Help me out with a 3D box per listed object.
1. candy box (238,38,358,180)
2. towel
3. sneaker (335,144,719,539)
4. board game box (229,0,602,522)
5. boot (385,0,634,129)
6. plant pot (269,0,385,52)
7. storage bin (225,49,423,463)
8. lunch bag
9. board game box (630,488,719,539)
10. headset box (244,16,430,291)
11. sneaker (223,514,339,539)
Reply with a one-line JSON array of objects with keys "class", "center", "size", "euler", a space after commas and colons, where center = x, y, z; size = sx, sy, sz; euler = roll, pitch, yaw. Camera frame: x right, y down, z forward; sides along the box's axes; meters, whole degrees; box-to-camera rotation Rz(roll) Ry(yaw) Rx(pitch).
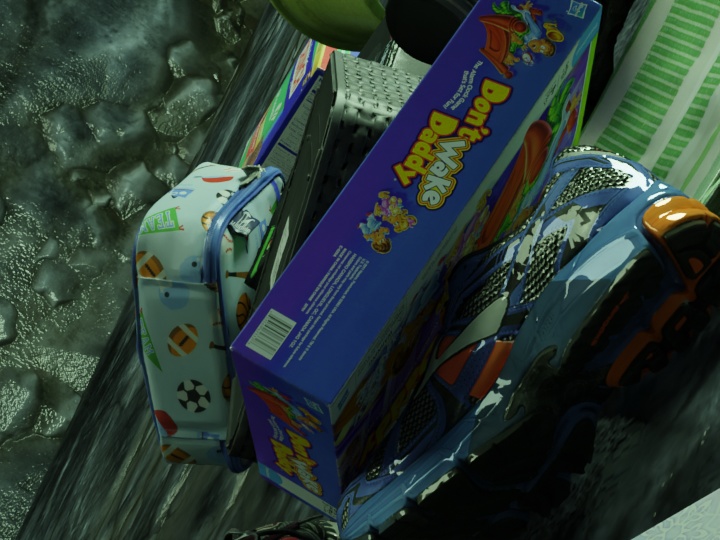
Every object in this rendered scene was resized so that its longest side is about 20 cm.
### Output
[{"class": "candy box", "center": [-0.047, -0.138, 1.620], "size": [0.200, 0.077, 0.169], "euler": [-54, 13, 31]}, {"class": "towel", "center": [0.140, -0.076, 0.737], "size": [0.153, 0.023, 0.200], "euler": [-61, 11, 3]}, {"class": "sneaker", "center": [0.057, 0.036, 0.657], "size": [0.200, 0.075, 0.079], "euler": [-49, 46, 20]}, {"class": "board game box", "center": [0.026, -0.009, 0.701], "size": [0.200, 0.045, 0.135], "euler": [-55, -16, -21]}, {"class": "boot", "center": [0.099, -0.163, 0.826], "size": [0.200, 0.069, 0.175], "euler": [23, -87, -61]}, {"class": "plant pot", "center": [0.031, -0.254, 1.315], "size": [0.201, 0.200, 0.184], "euler": [-60, 22, 6]}, {"class": "storage bin", "center": [0.000, 0.000, 0.902], "size": [0.135, 0.093, 0.201], "euler": [-96, 24, -71]}, {"class": "lunch bag", "center": [-0.092, 0.025, 1.180], "size": [0.160, 0.075, 0.201], "euler": [-49, -39, -62]}, {"class": "board game box", "center": [0.068, 0.127, 0.344], "size": [0.199, 0.041, 0.200], "euler": [-35, 20, 21]}, {"class": "headset box", "center": [0.021, -0.074, 1.100], "size": [0.200, 0.092, 0.175], "euler": [-51, 15, 48]}, {"class": "sneaker", "center": [-0.044, 0.158, 0.875], "size": [0.081, 0.074, 0.200], "euler": [-63, 10, -6]}]
